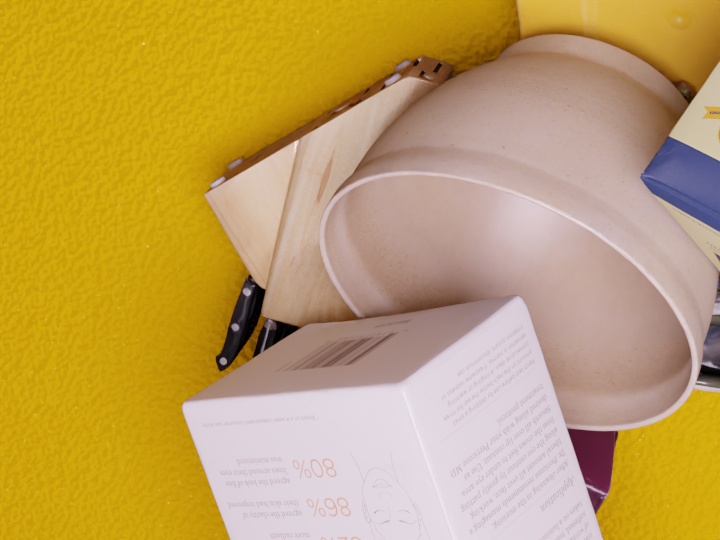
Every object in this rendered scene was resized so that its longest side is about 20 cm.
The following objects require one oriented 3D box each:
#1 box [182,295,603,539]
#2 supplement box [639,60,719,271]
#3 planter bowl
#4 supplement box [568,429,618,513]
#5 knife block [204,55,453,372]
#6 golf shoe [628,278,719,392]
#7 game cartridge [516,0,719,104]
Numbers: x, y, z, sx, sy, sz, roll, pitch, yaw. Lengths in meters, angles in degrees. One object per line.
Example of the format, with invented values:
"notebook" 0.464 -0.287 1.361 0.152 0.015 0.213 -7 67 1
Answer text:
"box" 0.026 0.130 0.869 0.152 0.106 0.201 -8 107 42
"supplement box" 0.263 -0.056 0.787 0.134 0.200 0.200 33 87 38
"planter bowl" 0.097 -0.032 0.888 0.199 0.135 0.201 22 151 13
"supplement box" 0.045 0.157 1.013 0.130 0.103 0.201 28 109 2
"knife block" 0.000 0.000 0.993 0.199 0.064 0.176 -29 101 16
"golf shoe" 0.238 0.044 0.949 0.198 0.097 0.079 -2 105 9
"game cartridge" 0.163 -0.134 0.874 0.175 0.033 0.201 11 137 22
